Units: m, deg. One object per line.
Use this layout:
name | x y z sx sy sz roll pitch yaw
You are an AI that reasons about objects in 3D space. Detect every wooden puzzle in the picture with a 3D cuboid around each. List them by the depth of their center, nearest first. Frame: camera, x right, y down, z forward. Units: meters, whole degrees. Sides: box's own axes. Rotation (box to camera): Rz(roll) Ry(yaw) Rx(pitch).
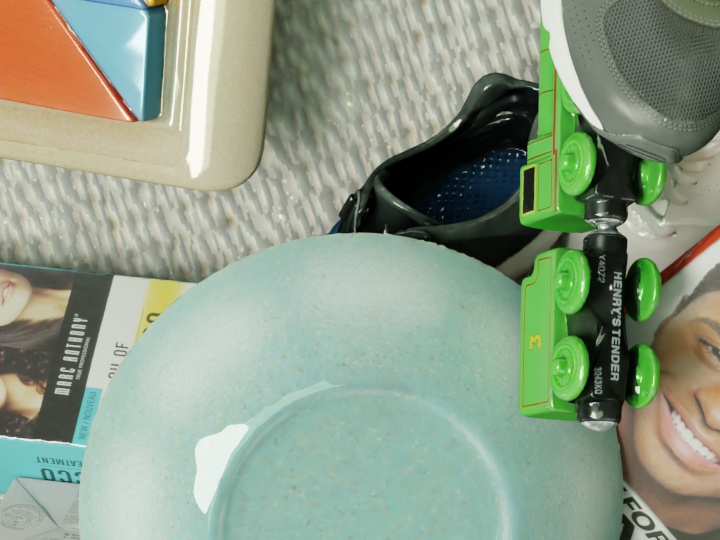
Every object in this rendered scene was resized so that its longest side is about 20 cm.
wooden puzzle | -0.129 -0.132 0.975 0.199 0.037 0.186 8 103 14

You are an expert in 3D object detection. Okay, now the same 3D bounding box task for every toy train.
toy train | 0.080 -0.042 0.901 0.042 0.056 0.201 7 78 -24

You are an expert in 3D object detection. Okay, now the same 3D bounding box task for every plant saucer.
plant saucer | 0.000 0.088 0.915 0.200 0.039 0.202 -1 101 -7

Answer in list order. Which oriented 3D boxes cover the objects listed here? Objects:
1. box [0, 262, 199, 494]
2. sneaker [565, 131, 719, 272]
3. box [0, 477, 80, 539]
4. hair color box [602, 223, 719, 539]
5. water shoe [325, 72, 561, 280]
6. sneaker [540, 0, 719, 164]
box | -0.086 0.048 1.016 0.199 0.049 0.083 5 57 8
sneaker | 0.126 -0.054 0.945 0.075 0.088 0.200 47 125 15
box | -0.088 0.186 1.017 0.116 0.060 0.201 4 118 9
hair color box | 0.131 0.049 0.948 0.102 0.061 0.200 49 133 3
water shoe | 0.000 0.000 0.963 0.071 0.079 0.200 34 65 27
sneaker | 0.114 -0.135 0.852 0.074 0.085 0.201 16 73 -15
